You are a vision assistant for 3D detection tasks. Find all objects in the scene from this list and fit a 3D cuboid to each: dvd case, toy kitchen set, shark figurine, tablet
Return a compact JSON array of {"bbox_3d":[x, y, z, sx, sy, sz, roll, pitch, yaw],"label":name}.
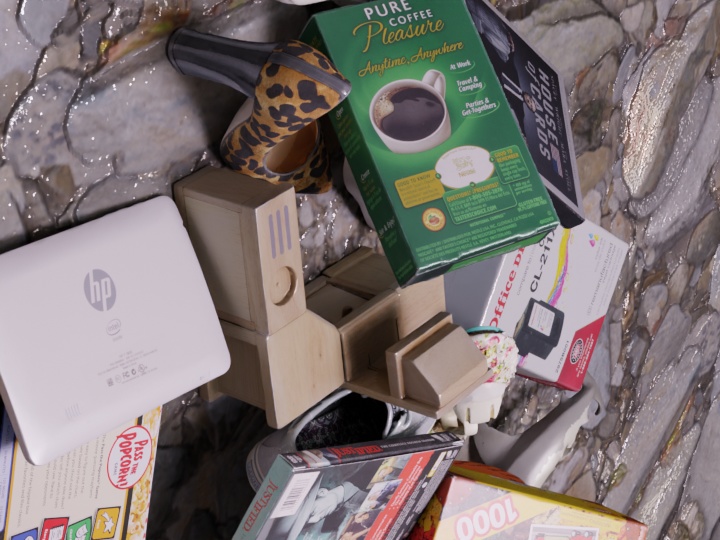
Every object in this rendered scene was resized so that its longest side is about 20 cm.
[{"bbox_3d":[0.117,-0.138,1.447,0.200,0.025,0.151,33,43,-48],"label":"dvd case"},{"bbox_3d":[-0.020,0.186,1.320,0.200,0.022,0.146,-3,128,-52],"label":"dvd case"},{"bbox_3d":[0.000,0.000,1.304,0.200,0.163,0.181,-33,128,-42],"label":"toy kitchen set"},{"bbox_3d":[0.151,0.152,1.646,0.215,0.089,0.128,-52,173,-15],"label":"shark figurine"},{"bbox_3d":[-0.166,0.034,1.168,0.200,0.014,0.131,-26,98,-53],"label":"tablet"}]

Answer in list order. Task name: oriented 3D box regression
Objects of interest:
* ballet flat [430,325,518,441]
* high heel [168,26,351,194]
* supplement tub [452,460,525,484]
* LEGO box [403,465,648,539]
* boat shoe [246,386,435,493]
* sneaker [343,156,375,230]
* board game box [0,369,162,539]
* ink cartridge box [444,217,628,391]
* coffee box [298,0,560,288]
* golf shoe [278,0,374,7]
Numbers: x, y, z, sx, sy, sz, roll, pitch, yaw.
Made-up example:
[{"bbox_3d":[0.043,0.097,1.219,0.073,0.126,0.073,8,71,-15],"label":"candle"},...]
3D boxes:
[{"bbox_3d":[0.089,0.099,1.463,0.200,0.075,0.064,110,-27,-72],"label":"ballet flat"},{"bbox_3d":[-0.033,-0.092,1.240,0.072,0.142,0.200,-62,143,-14],"label":"high heel"},{"bbox_3d":[0.082,0.274,1.558,0.122,0.122,0.201,-6,109,-52],"label":"supplement tub"},{"bbox_3d":[0.115,0.247,1.452,0.199,0.077,0.150,17,89,-28],"label":"LEGO box"},{"bbox_3d":[0.004,0.118,1.353,0.200,0.071,0.070,-23,81,-45],"label":"boat shoe"},{"bbox_3d":[0.049,-0.056,1.386,0.074,0.082,0.200,-67,161,-1],"label":"sneaker"},{"bbox_3d":[-0.215,0.125,1.168,0.200,0.046,0.152,-5,107,-52],"label":"board game box"},{"bbox_3d":[0.135,0.010,1.555,0.200,0.083,0.146,24,84,-54],"label":"ink cartridge box"},{"bbox_3d":[0.048,-0.099,1.276,0.122,0.044,0.201,-19,78,-23],"label":"coffee box"},{"bbox_3d":[0.007,-0.216,1.303,0.200,0.072,0.093,-30,127,-44],"label":"golf shoe"}]
